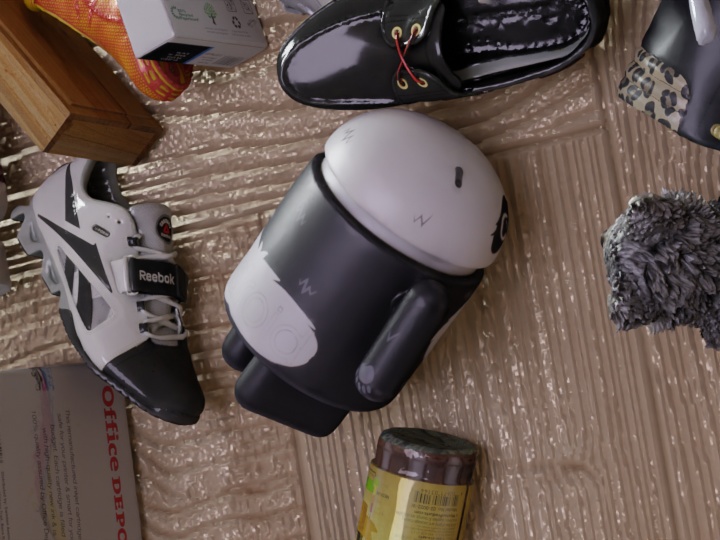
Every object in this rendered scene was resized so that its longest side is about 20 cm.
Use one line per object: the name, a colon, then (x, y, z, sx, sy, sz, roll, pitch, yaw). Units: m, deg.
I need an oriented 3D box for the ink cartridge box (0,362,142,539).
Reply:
ink cartridge box: (-0.257, 0.141, 1.606, 0.144, 0.200, 0.148, -9, 86, 35)

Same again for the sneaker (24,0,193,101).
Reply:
sneaker: (-0.168, -0.173, 1.621, 0.077, 0.073, 0.200, -41, 57, 12)

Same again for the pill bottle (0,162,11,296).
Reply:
pill bottle: (-0.294, -0.076, 1.683, 0.109, 0.109, 0.201, -18, 80, 32)

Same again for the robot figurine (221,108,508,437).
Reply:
robot figurine: (0.002, 0.001, 1.483, 0.150, 0.125, 0.200, 43, 112, 19)

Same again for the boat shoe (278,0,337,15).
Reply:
boat shoe: (-0.037, -0.193, 1.543, 0.200, 0.072, 0.069, 44, 142, 13)

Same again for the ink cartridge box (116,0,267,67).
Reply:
ink cartridge box: (-0.128, -0.225, 1.579, 0.039, 0.099, 0.201, -25, 76, 32)

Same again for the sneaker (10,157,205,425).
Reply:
sneaker: (-0.145, 0.005, 1.605, 0.089, 0.074, 0.200, -45, 63, 20)

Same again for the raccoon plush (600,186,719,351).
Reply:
raccoon plush: (0.222, -0.007, 1.328, 0.199, 0.134, 0.097, -6, 86, 33)

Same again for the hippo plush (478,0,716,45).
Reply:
hippo plush: (0.131, -0.221, 1.354, 0.200, 0.159, 0.161, 54, 151, -7)

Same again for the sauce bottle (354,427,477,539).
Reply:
sauce bottle: (0.021, 0.195, 1.503, 0.064, 0.065, 0.201, 16, 97, 32)

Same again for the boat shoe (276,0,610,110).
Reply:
boat shoe: (0.043, -0.134, 1.450, 0.200, 0.063, 0.074, -11, 102, 14)

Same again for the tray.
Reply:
tray: (-0.220, -0.150, 1.636, 0.200, 0.098, 0.037, 47, 110, 25)

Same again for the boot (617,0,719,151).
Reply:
boot: (0.237, -0.127, 1.353, 0.203, 0.073, 0.154, 31, 104, 37)
